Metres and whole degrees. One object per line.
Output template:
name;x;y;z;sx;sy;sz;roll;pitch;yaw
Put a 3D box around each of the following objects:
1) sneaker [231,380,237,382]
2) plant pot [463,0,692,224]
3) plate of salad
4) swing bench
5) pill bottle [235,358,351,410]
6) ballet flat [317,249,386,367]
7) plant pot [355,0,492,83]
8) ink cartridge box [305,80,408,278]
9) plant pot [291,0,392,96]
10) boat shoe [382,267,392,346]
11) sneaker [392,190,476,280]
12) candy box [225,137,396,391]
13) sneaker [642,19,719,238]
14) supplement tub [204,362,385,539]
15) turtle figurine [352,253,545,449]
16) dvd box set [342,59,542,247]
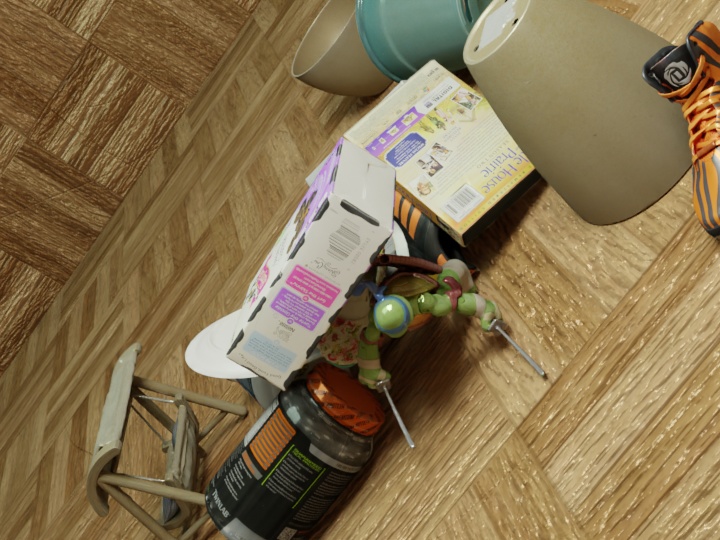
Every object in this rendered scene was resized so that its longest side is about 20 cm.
sneaker;-0.114;0.076;1.502;0.077;0.076;0.201;14;69;40
plant pot;0.199;-0.175;1.011;0.187;0.199;0.188;-45;25;28
plate of salad;-0.098;0.081;1.201;0.198;0.048;0.200;-10;21;4
swing bench;-0.270;0.240;1.433;0.130;0.199;0.200;-45;25;27
pill bottle;-0.086;0.119;1.318;0.120;0.119;0.200;-58;22;-3
ballet flat;-0.012;0.019;1.164;0.201;0.075;0.064;-80;-2;-53
plant pot;0.127;-0.354;1.429;0.196;0.200;0.201;8;67;58
ink cartridge box;0.054;-0.103;1.326;0.200;0.084;0.176;-41;71;35
plant pot;-0.003;-0.366;1.766;0.200;0.134;0.201;-44;26;28
boat shoe;0.000;0.000;1.290;0.071;0.076;0.202;-23;76;19
sneaker;0.073;-0.066;1.215;0.090;0.070;0.202;-30;72;36
candy box;-0.046;-0.010;1.056;0.201;0.071;0.168;-56;11;21
sneaker;0.281;-0.126;0.888;0.077;0.112;0.201;-34;32;44
supplement tub;-0.069;0.206;1.165;0.200;0.122;0.123;-51;23;13
turtle figurine;0.071;0.070;1.081;0.144;0.199;0.194;-56;-2;18
dvd box set;0.097;-0.135;1.187;0.146;0.029;0.200;-42;60;-11
